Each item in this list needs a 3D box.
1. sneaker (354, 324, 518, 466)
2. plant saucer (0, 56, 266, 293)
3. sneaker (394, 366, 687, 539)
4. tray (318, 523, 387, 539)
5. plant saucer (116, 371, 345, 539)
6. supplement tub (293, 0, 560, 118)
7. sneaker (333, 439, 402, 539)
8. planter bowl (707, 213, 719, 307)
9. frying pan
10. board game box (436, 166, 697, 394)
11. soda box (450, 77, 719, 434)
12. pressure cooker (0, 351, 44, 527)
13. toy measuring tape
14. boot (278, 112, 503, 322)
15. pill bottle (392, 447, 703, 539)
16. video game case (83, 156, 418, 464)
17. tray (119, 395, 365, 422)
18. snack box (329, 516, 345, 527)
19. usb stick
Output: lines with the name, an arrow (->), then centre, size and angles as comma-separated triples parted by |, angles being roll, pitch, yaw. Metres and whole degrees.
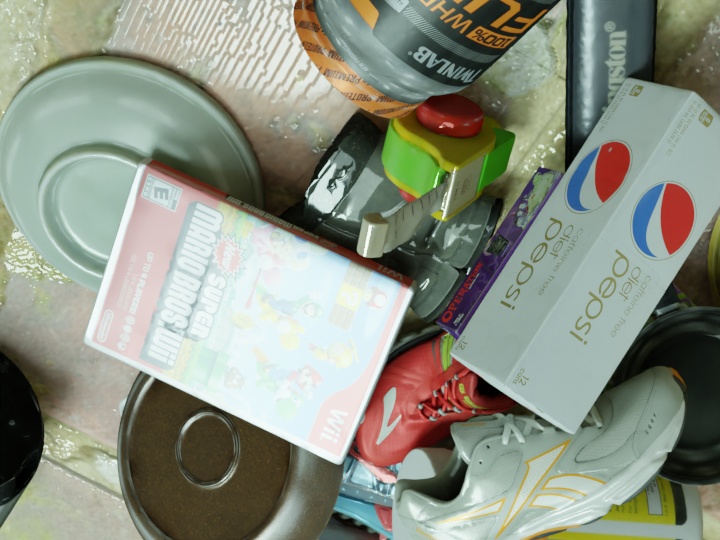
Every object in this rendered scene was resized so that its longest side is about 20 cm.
sneaker -> 0.070, 0.074, 0.963 | 0.200, 0.085, 0.077 | -38, 104, 18
plant saucer -> -0.167, -0.048, 0.975 | 0.198, 0.050, 0.201 | 6, 126, 9
sneaker -> 0.107, 0.114, 0.859 | 0.200, 0.076, 0.092 | -40, 100, 10
tray -> 0.014, 0.249, 1.048 | 0.199, 0.108, 0.022 | 18, 152, -26
plant saucer -> -0.103, 0.129, 1.013 | 0.199, 0.032, 0.202 | -4, 82, 28
supplement tub -> 0.059, -0.184, 0.782 | 0.122, 0.123, 0.200 | 38, 124, -14
sneaker -> 0.010, 0.140, 1.063 | 0.199, 0.079, 0.096 | 26, 98, 3
planter bowl -> 0.321, 0.015, 0.878 | 0.198, 0.084, 0.202 | 5, 124, 8
frying pan -> 0.191, 0.052, 0.895 | 0.115, 0.031, 0.190 | -43, 94, 5
board game box -> 0.149, 0.040, 0.903 | 0.200, 0.032, 0.120 | 40, 85, -31
soda box -> 0.142, -0.011, 0.824 | 0.063, 0.068, 0.201 | 34, 88, -29
pressure cooker -> -0.357, 0.162, 1.086 | 0.175, 0.179, 0.200 | 29, 125, -11
toy measuring tape -> 0.030, -0.060, 0.836 | 0.073, 0.200, 0.074 | 12, 116, 26
boot -> 0.000, 0.000, 0.956 | 0.130, 0.068, 0.200 | 34, 123, -8
pill bottle -> 0.128, 0.174, 0.983 | 0.198, 0.113, 0.113 | 7, 129, -19
video game case -> -0.077, 0.028, 0.935 | 0.199, 0.017, 0.144 | 24, 114, 5
tray -> -0.088, 0.105, 1.039 | 0.199, 0.108, 0.022 | -30, 156, 22
snack box -> -0.028, 0.258, 1.128 | 0.200, 0.053, 0.142 | 39, 146, -14
usb stick -> 0.153, -0.117, 0.861 | 0.055, 0.033, 0.201 | 3, 124, 12
